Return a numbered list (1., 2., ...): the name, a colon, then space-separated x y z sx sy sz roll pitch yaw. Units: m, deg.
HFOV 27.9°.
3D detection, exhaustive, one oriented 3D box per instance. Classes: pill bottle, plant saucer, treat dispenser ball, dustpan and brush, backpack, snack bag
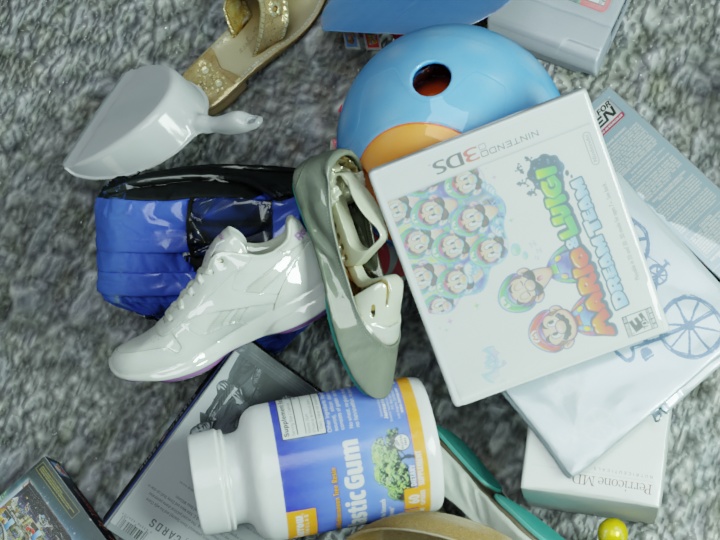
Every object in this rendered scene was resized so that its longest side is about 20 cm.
1. pill bottle: -0.038 0.158 1.184 0.197 0.112 0.113 -10 71 -6
2. plant saucer: 0.081 0.246 1.165 0.198 0.201 0.036 15 57 14
3. treat dispenser ball: 0.078 -0.107 1.234 0.198 0.201 0.204 -3 73 9
4. dustpan and brush: -0.172 -0.139 1.348 0.199 0.057 0.140 -7 45 43
5. backpack: -0.138 -0.012 1.291 0.197 0.162 0.170 4 94 9
6. snack bag: 0.188 0.043 1.169 0.200 0.021 0.189 -40 69 0

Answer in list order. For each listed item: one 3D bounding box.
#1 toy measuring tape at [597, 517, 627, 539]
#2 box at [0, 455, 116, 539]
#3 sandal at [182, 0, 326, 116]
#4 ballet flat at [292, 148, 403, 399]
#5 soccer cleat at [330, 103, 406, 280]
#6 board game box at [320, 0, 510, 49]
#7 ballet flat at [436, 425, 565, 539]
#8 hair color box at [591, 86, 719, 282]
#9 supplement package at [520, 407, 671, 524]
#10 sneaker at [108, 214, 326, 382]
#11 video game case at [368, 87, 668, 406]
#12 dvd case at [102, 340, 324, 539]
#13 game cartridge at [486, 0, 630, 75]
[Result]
1. toy measuring tape: 0.224 0.301 1.198 0.073 0.074 0.203 -11 94 6
2. box: -0.270 0.287 1.288 0.136 0.038 0.200 -40 71 -4
3. sandal: -0.104 -0.244 1.404 0.077 0.070 0.212 36 82 18
4. ballet flat: 0.000 0.000 1.148 0.063 0.067 0.202 -22 82 34
5. soccer cleat: 0.016 -0.084 1.347 0.076 0.067 0.202 10 66 -21
6. board game box: 0.064 -0.243 1.359 0.198 0.039 0.158 10 41 36
7. ballet flat: 0.104 0.207 1.212 0.069 0.070 0.200 -44 43 -5
8. hair color box: 0.267 -0.059 1.268 0.061 0.099 0.200 -42 71 -4
9. supplement package: 0.205 0.101 1.221 0.115 0.117 0.203 6 75 11
10. sneaker: -0.120 0.022 1.181 0.198 0.075 0.101 -25 105 -3
11. video game case: 0.124 -0.016 1.133 0.180 0.024 0.202 -20 98 8
12. dvd case: -0.104 0.176 1.246 0.150 0.025 0.201 37 91 -17
13. game cartridge: 0.202 -0.296 1.386 0.132 0.041 0.202 21 78 19
